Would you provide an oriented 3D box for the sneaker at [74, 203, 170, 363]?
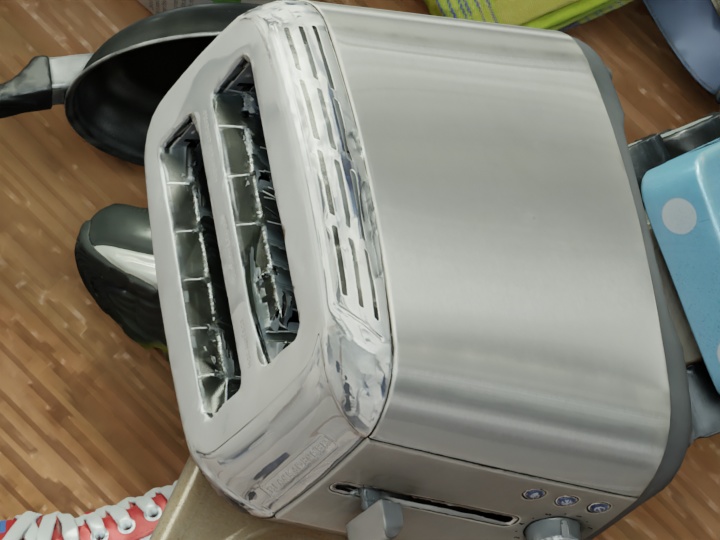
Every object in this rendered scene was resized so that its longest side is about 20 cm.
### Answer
[{"bbox_3d":[0.000,0.000,1.033,0.200,0.074,0.085,13,70,-10],"label":"sneaker"}]

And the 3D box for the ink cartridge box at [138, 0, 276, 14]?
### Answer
[{"bbox_3d":[-0.091,-0.180,1.023,0.200,0.146,0.084,42,76,6],"label":"ink cartridge box"}]

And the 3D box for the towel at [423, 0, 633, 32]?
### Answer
[{"bbox_3d":[0.060,-0.181,1.034,0.144,0.023,0.200,-23,95,22],"label":"towel"}]

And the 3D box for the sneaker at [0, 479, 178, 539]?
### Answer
[{"bbox_3d":[-0.087,0.093,0.999,0.112,0.071,0.200,43,80,3],"label":"sneaker"}]

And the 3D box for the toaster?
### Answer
[{"bbox_3d":[0.013,-0.005,0.917,0.129,0.114,0.200,8,59,-33],"label":"toaster"}]

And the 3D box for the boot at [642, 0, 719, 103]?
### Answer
[{"bbox_3d":[0.168,-0.073,1.070,0.097,0.075,0.200,-26,90,17],"label":"boot"}]

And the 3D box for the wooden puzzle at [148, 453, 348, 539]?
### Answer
[{"bbox_3d":[-0.011,0.161,0.954,0.185,0.046,0.200,28,79,-20],"label":"wooden puzzle"}]

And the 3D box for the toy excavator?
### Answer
[{"bbox_3d":[0.157,-0.015,0.943,0.200,0.194,0.100,-22,91,30],"label":"toy excavator"}]

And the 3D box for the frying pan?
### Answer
[{"bbox_3d":[-0.081,-0.057,1.026,0.190,0.115,0.031,-7,67,15],"label":"frying pan"}]
